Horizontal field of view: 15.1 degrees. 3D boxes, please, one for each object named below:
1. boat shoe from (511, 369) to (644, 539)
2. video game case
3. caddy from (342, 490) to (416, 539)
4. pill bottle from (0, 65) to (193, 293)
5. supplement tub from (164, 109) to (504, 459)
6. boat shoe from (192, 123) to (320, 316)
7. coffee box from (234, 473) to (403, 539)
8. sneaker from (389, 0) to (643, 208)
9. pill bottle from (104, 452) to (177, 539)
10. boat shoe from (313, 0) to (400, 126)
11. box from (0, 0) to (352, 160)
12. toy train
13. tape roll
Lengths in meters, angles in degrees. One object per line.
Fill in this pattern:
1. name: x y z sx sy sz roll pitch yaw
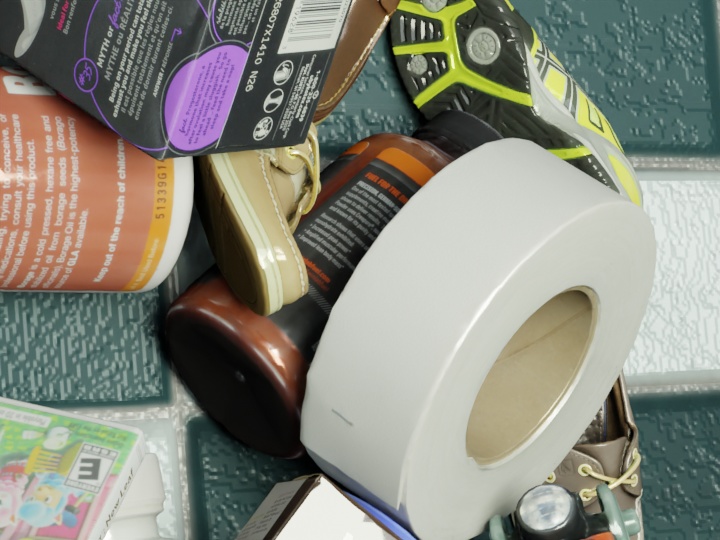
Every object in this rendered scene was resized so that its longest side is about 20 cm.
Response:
1. boat shoe: 0.120 0.095 1.484 0.072 0.060 0.200 -9 85 -28
2. video game case: -0.222 0.125 1.234 0.200 0.022 0.182 12 52 17
3. caddy: 0.023 0.200 1.371 0.105 0.141 0.200 -41 101 -23
4. pill bottle: -0.191 -0.046 1.322 0.200 0.112 0.112 1 80 -27
5. supplement tub: 0.000 0.000 1.414 0.200 0.107 0.107 -42 100 -26
6. boat shoe: -0.053 -0.058 1.361 0.066 0.074 0.200 -13 46 -11
7. coffee box: -0.044 0.205 1.233 0.113 0.080 0.200 39 74 -8
8. sneaker: 0.085 -0.093 1.506 0.200 0.075 0.076 59 25 3
9. pill bottle: -0.124 0.194 1.313 0.113 0.113 0.200 -6 83 -28
10. boat shoe: -0.004 -0.172 1.465 0.072 0.068 0.200 29 69 -20
11. box: -0.111 -0.152 1.304 0.106 0.200 0.122 -10 127 -51
12. toy train: 0.121 0.197 1.398 0.085 0.200 0.114 -17 47 3
13. tape roll: 0.061 0.037 1.361 0.071 0.203 0.202 34 60 26
